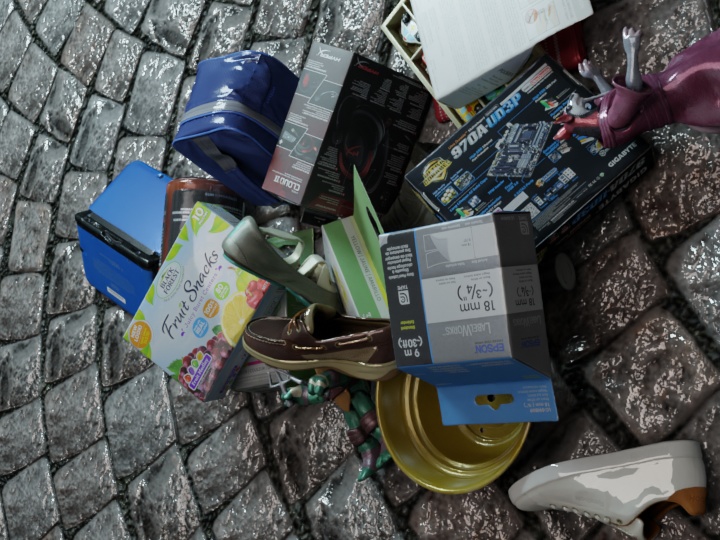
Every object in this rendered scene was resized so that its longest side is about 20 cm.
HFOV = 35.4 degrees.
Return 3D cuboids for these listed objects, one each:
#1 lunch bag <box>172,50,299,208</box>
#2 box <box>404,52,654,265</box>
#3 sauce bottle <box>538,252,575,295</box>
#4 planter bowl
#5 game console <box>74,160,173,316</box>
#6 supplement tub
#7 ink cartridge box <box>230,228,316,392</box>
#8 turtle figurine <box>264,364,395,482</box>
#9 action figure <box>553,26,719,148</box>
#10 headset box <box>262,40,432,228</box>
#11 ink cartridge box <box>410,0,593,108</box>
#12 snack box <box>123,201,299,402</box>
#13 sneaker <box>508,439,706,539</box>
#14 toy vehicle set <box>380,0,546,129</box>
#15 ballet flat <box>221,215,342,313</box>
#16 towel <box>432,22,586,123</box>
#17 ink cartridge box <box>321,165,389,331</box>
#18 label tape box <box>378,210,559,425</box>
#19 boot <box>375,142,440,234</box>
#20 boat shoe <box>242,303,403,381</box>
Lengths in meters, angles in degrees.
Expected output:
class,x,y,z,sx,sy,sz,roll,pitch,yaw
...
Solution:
class,x,y,z,sx,sy,sz,roll,pitch,yaw
lunch bag,-0.121,-0.156,1.372,0.136,0.200,0.132,-4,61,42
box,0.170,-0.101,1.144,0.200,0.046,0.159,-42,62,0
sauce bottle,0.133,0.023,1.201,0.200,0.065,0.065,-15,72,36
planter bowl,0.117,0.131,1.179,0.200,0.083,0.201,-8,77,39
game console,-0.309,-0.039,1.624,0.200,0.118,0.171,29,132,41
supplement tub,-0.210,-0.016,1.475,0.107,0.107,0.200,-2,80,41
ink cartridge box,-0.110,0.048,1.407,0.104,0.059,0.200,-13,73,39
turtle figurine,-0.029,0.135,1.266,0.101,0.150,0.200,-35,80,-14
action figure,0.279,-0.156,1.066,0.200,0.134,0.149,-24,91,9
headset box,-0.016,-0.143,1.304,0.075,0.149,0.200,25,99,42
ink cartridge box,0.149,-0.286,1.194,0.200,0.047,0.160,-25,69,34
snack box,-0.183,0.038,1.372,0.142,0.053,0.200,35,103,21
sneaker,0.230,0.220,1.071,0.200,0.073,0.085,-20,66,35
toy vehicle set,0.114,-0.256,1.267,0.124,0.026,0.200,-50,56,26
ballet flat,-0.071,0.001,1.279,0.064,0.200,0.067,-54,41,1
towel,0.157,-0.261,1.261,0.200,0.022,0.145,-18,72,39
ink cartridge box,0.000,0.000,1.247,0.048,0.200,0.146,-19,62,-7
label tape box,0.102,0.052,1.080,0.144,0.063,0.200,-10,87,43
boot,0.107,-0.044,1.249,0.200,0.068,0.131,42,122,37
boat shoe,-0.043,0.064,1.201,0.200,0.072,0.072,9,125,32
